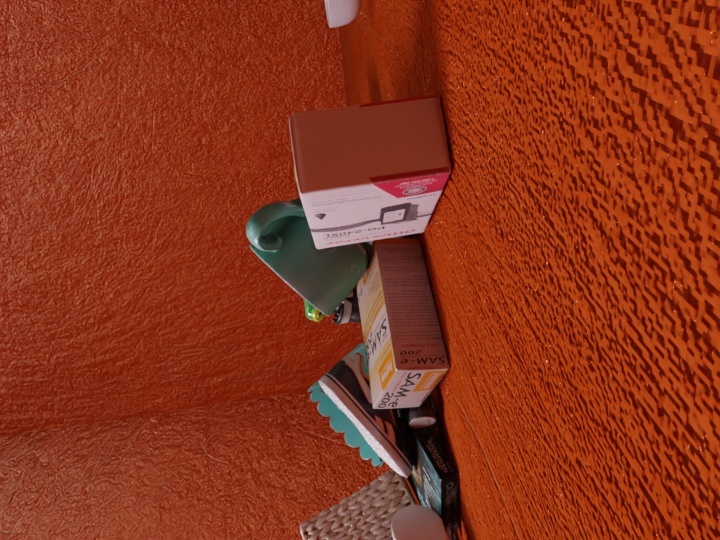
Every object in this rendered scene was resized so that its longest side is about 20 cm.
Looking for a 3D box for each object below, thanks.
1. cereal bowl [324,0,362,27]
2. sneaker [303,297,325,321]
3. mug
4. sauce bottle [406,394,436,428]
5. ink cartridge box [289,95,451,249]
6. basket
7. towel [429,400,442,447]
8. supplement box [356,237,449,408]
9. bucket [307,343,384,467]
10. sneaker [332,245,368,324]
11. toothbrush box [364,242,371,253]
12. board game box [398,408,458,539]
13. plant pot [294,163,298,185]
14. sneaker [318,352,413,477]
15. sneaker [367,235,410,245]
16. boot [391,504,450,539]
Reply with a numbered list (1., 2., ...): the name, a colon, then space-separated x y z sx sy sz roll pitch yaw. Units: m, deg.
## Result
1. cereal bowl: -0.031 -0.554 0.959 0.200 0.082 0.203 172 90 -89
2. sneaker: -0.095 -0.002 0.877 0.074 0.082 0.202 80 177 -59
3. mug: -0.064 -0.029 0.732 0.152 0.115 0.185 41 177 3
4. sauce bottle: 0.077 0.137 0.810 0.066 0.065 0.202 84 176 -53
5. ink cartridge box: 0.009 -0.095 0.577 0.200 0.143 0.085 89 172 -78
6. basket: 0.025 0.452 0.856 0.162 0.197 0.201 59 174 30
7. towel: 0.117 0.303 0.878 0.147 0.023 0.203 -101 4 -82
8. supplement box: 0.050 0.072 0.732 0.127 0.073 0.202 110 157 -52
9. bucket: 0.014 0.247 0.994 0.207 0.135 0.208 40 157 21
10. sneaker: 0.000 0.000 0.894 0.067 0.089 0.202 124 150 -57
11. toothbrush box: 0.007 -0.033 0.977 0.085 0.144 0.203 74 -172 -75
12. board game box: 0.091 0.287 0.798 0.200 0.028 0.137 -126 27 -60
13. plant pot: -0.028 -0.227 1.084 0.184 0.198 0.203 168 95 -77
14. sneaker: 0.029 0.210 0.775 0.201 0.079 0.078 54 157 -14
15. sneaker: -0.002 -0.110 0.844 0.074 0.199 0.116 -51 -21 -30
16. boot: 0.096 0.385 0.661 0.200 0.072 0.092 -155 53 -73
